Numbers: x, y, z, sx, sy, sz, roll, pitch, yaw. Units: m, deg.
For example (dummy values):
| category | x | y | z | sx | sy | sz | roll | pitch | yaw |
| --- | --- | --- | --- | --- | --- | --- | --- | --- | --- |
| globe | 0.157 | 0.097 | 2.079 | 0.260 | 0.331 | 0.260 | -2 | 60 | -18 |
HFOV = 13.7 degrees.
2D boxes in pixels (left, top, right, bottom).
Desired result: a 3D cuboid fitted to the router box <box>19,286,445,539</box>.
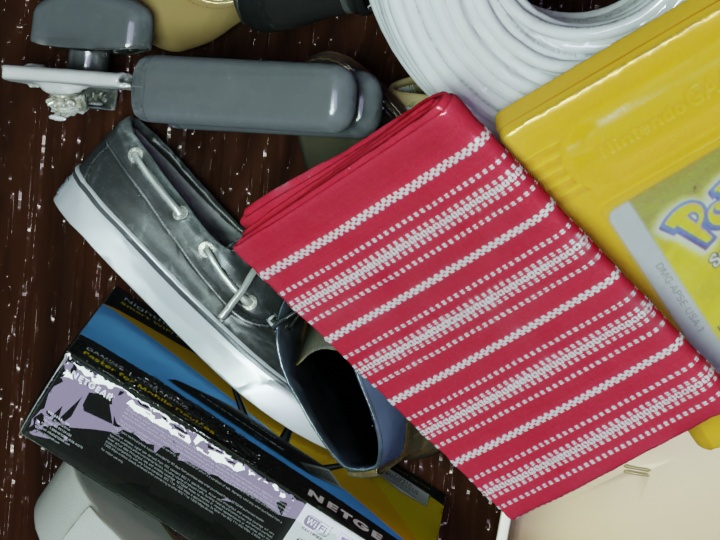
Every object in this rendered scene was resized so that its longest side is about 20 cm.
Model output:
| category | x | y | z | sx | sy | sz | roll | pitch | yaw |
| --- | --- | --- | --- | --- | --- | --- | --- | --- | --- |
| router box | -0.058 | 0.094 | 1.447 | 0.200 | 0.149 | 0.051 | 33 | 102 | -3 |

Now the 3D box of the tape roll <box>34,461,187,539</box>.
| category | x | y | z | sx | sy | sz | roll | pitch | yaw |
| --- | --- | --- | --- | --- | --- | --- | --- | --- | --- |
| tape roll | -0.064 | 0.151 | 1.432 | 0.203 | 0.203 | 0.037 | 35 | 101 | -3 |

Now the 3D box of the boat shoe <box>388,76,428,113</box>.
| category | x | y | z | sx | sy | sz | roll | pitch | yaw |
| --- | --- | --- | --- | --- | --- | --- | --- | --- | --- |
| boat shoe | 0.112 | -0.085 | 1.435 | 0.199 | 0.073 | 0.063 | -17 | 114 | 8 |

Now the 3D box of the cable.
| category | x | y | z | sx | sy | sz | roll | pitch | yaw |
| --- | --- | --- | --- | --- | --- | --- | --- | --- | --- |
| cable | 0.098 | -0.147 | 1.333 | 0.199 | 0.069 | 0.200 | 22 | 108 | -12 |

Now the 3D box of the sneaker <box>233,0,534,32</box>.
| category | x | y | z | sx | sy | sz | roll | pitch | yaw |
| --- | --- | --- | --- | --- | --- | --- | --- | --- | --- |
| sneaker | 0.038 | -0.152 | 1.400 | 0.199 | 0.076 | 0.088 | -25 | 54 | -1 |

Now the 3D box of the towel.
| category | x | y | z | sx | sy | sz | roll | pitch | yaw |
| --- | --- | --- | --- | --- | --- | --- | --- | --- | --- |
| towel | 0.054 | 0.018 | 1.347 | 0.144 | 0.023 | 0.200 | -31 | 112 | 37 |

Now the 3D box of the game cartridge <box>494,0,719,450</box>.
| category | x | y | z | sx | sy | sz | roll | pitch | yaw |
| --- | --- | --- | --- | --- | --- | --- | --- | --- | --- |
| game cartridge | 0.181 | -0.034 | 1.335 | 0.176 | 0.032 | 0.200 | -30 | 121 | 9 |

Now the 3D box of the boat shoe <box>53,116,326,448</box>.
| category | x | y | z | sx | sy | sz | roll | pitch | yaw |
| --- | --- | --- | --- | --- | --- | --- | --- | --- | --- |
| boat shoe | -0.057 | 0.006 | 1.470 | 0.199 | 0.074 | 0.068 | 44 | 103 | 9 |

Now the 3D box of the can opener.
| category | x | y | z | sx | sy | sz | roll | pitch | yaw |
| --- | --- | --- | --- | --- | --- | --- | --- | --- | --- |
| can opener | -0.084 | -0.095 | 1.421 | 0.199 | 0.053 | 0.067 | 10 | 93 | 29 |

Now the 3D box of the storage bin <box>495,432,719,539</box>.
| category | x | y | z | sx | sy | sz | roll | pitch | yaw |
| --- | --- | --- | --- | --- | --- | --- | --- | --- | --- |
| storage bin | 0.172 | 0.085 | 1.458 | 0.198 | 0.094 | 0.201 | 9 | 101 | 2 |

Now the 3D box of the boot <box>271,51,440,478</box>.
| category | x | y | z | sx | sy | sz | roll | pitch | yaw |
| --- | --- | --- | --- | --- | --- | --- | --- | --- | --- |
| boot | 0.000 | 0.000 | 1.420 | 0.075 | 0.097 | 0.201 | -16 | 101 | 37 |

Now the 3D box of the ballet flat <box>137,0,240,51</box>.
| category | x | y | z | sx | sy | sz | roll | pitch | yaw |
| --- | --- | --- | --- | --- | --- | --- | --- | --- | --- |
| ballet flat | -0.042 | -0.184 | 1.437 | 0.069 | 0.063 | 0.200 | 42 | 101 | -3 |
